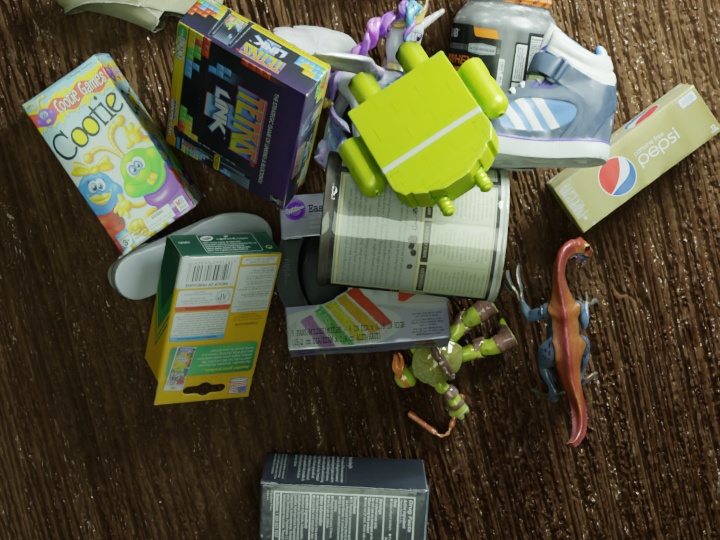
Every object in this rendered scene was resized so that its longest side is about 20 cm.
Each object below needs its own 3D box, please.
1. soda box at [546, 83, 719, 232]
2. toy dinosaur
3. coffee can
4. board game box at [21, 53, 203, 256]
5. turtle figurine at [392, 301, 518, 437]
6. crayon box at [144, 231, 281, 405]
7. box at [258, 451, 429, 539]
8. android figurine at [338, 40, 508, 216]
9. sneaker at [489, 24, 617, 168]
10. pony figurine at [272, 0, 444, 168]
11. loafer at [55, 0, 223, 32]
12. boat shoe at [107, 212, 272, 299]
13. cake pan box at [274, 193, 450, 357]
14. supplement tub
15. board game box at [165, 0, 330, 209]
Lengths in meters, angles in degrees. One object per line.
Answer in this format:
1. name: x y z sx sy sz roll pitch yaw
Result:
1. soda box: 0.314 -0.131 1.704 0.199 0.068 0.064 -36 98 5
2. toy dinosaur: 0.249 0.063 1.699 0.104 0.201 0.183 -13 131 -14
3. coffee can: 0.056 -0.047 1.611 0.197 0.146 0.149 6 99 0
4. board game box: -0.280 -0.134 1.680 0.104 0.103 0.201 -33 98 4
5. turtle figurine: 0.094 0.089 1.738 0.160 0.064 0.201 -32 98 4
6. crayon box: -0.174 0.055 1.690 0.124 0.052 0.202 -3 123 -29
7. box: -0.022 0.332 1.745 0.195 0.123 0.203 3 101 0
8. android figurine: 0.067 -0.145 1.528 0.181 0.041 0.201 -34 60 3
9. sneaker: 0.176 -0.190 1.578 0.197 0.081 0.149 3 82 3
10. pony figurine: -0.001 -0.213 1.660 0.190 0.167 0.203 -2 111 -12
11. loafer: -0.248 -0.304 1.668 0.197 0.076 0.069 -5 93 0
12. boat shoe: -0.201 -0.019 1.715 0.198 0.070 0.072 -23 106 -19
13. cake pan box: 0.000 0.000 1.702 0.197 0.052 0.187 -3 76 0
14. supplement tub: 0.156 -0.219 1.661 0.121 0.123 0.203 7 98 -2
15. board game box: -0.129 -0.181 1.620 0.164 0.201 0.057 31 55 10
